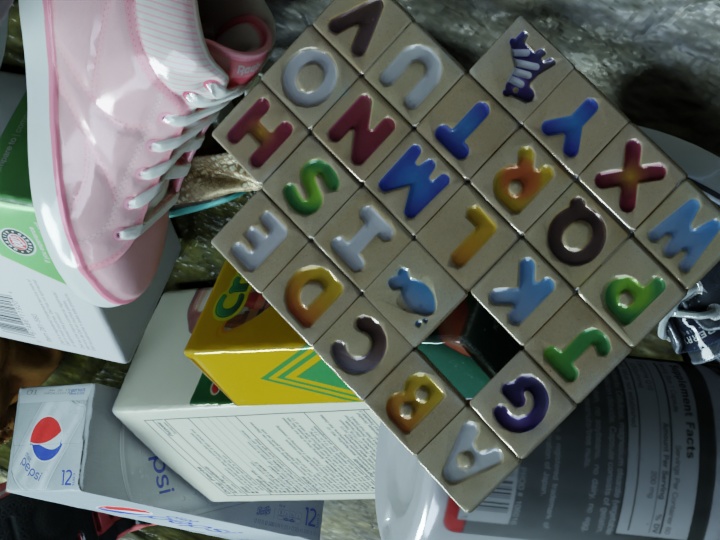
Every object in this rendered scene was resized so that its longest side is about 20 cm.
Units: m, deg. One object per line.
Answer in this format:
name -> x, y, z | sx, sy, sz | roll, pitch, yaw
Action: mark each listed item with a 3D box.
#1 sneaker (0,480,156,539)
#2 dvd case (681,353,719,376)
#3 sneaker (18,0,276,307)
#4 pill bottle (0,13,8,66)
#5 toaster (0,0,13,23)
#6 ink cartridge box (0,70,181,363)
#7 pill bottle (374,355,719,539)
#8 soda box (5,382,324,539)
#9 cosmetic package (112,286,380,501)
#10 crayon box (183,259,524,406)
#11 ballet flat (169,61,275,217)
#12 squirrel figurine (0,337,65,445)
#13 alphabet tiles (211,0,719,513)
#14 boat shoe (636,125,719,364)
sneaker -> -0.182, 0.143, 1.414 | 0.087, 0.200, 0.074 | 8, 111, 44
dvd case -> 0.212, 0.016, 1.087 | 0.148, 0.016, 0.200 | 8, 149, 26
sneaker -> -0.090, -0.068, 1.040 | 0.104, 0.075, 0.201 | 8, 119, 21
pill bottle -> -0.275, -0.122, 1.088 | 0.199, 0.114, 0.114 | 17, 151, 8
toaster -> -0.215, -0.141, 0.961 | 0.200, 0.129, 0.114 | 35, -168, 0
ink cartridge box -> -0.214, -0.038, 1.217 | 0.199, 0.084, 0.146 | 12, 149, 19
pill bottle -> 0.116, 0.096, 1.113 | 0.199, 0.114, 0.114 | 7, 153, -13
soda box -> -0.109, 0.115, 1.353 | 0.068, 0.064, 0.200 | -6, 163, 42
cosmetic package -> -0.022, 0.064, 1.254 | 0.200, 0.087, 0.103 | -5, 142, 38
crayon box -> 0.000, 0.000, 1.091 | 0.200, 0.127, 0.051 | -6, 140, 39
ballet flat -> -0.049, -0.067, 1.096 | 0.200, 0.071, 0.065 | -8, 112, 38
squirrel figurine -> -0.259, 0.089, 1.353 | 0.141, 0.187, 0.200 | 19, 151, 6
alphabet tiles -> 0.035, -0.026, 0.986 | 0.200, 0.167, 0.008 | 46, -169, 13
boat shoe -> 0.158, 0.008, 1.023 | 0.200, 0.068, 0.072 | 35, 149, -20
